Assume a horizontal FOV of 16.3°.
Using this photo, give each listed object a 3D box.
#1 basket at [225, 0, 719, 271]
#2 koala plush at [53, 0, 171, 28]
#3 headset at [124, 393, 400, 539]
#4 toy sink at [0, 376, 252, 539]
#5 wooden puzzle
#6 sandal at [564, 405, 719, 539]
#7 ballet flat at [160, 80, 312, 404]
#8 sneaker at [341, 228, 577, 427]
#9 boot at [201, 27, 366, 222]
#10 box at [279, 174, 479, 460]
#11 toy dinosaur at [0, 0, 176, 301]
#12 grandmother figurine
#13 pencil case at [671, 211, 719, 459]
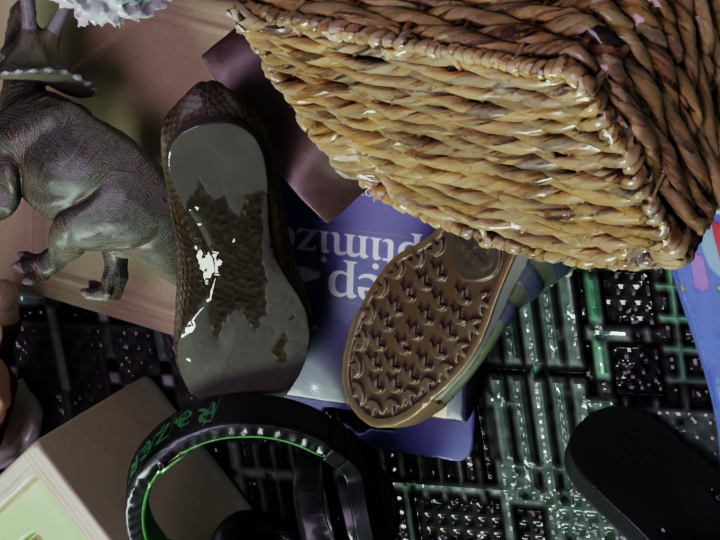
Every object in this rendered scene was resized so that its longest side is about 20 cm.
[{"bbox_3d":[0.079,-0.098,1.000,0.200,0.149,0.143,15,151,43],"label":"basket"},{"bbox_3d":[-0.162,-0.210,1.162,0.200,0.184,0.178,27,121,16],"label":"koala plush"},{"bbox_3d":[-0.027,0.145,1.237,0.123,0.094,0.200,-38,120,24],"label":"headset"},{"bbox_3d":[-0.160,0.174,1.346,0.130,0.112,0.200,52,126,5],"label":"toy sink"},{"bbox_3d":[-0.101,-0.058,1.270,0.200,0.037,0.185,13,115,23],"label":"wooden puzzle"},{"bbox_3d":[0.176,0.130,1.138,0.200,0.075,0.045,42,141,15],"label":"sandal"},{"bbox_3d":[-0.061,-0.010,1.161,0.067,0.046,0.200,-9,136,-2],"label":"ballet flat"},{"bbox_3d":[0.073,-0.008,1.139,0.067,0.090,0.200,50,125,31],"label":"sneaker"},{"bbox_3d":[-0.005,-0.141,1.117,0.166,0.072,0.200,-33,94,12],"label":"boot"},{"bbox_3d":[0.000,0.000,1.210,0.121,0.032,0.200,8,114,14],"label":"box"},{"bbox_3d":[-0.135,-0.039,1.229,0.200,0.077,0.102,50,130,6],"label":"toy dinosaur"},{"bbox_3d":[-0.202,0.064,1.308,0.060,0.200,0.121,23,76,4],"label":"grandmother figurine"},{"bbox_3d":[0.179,0.023,1.093,0.087,0.078,0.200,-15,101,14],"label":"pencil case"}]
